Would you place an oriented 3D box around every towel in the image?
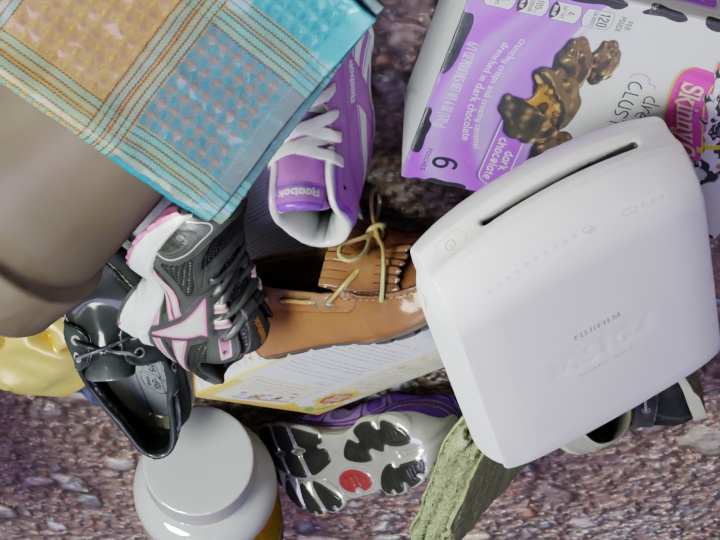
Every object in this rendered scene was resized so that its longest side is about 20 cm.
[{"bbox_3d":[-0.101,-0.126,0.758,0.199,0.022,0.147,34,101,-30],"label":"towel"},{"bbox_3d":[0.098,0.122,1.142,0.036,0.148,0.201,37,148,18],"label":"towel"}]

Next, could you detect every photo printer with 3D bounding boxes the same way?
[{"bbox_3d":[0.118,0.011,0.873,0.165,0.070,0.201,-28,142,-4],"label":"photo printer"}]

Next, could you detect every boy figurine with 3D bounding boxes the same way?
[{"bbox_3d":[-0.228,0.057,1.146,0.198,0.065,0.124,26,137,-23],"label":"boy figurine"}]

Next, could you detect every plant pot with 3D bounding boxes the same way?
[{"bbox_3d":[-0.166,-0.091,0.859,0.172,0.201,0.200,-30,133,17],"label":"plant pot"}]

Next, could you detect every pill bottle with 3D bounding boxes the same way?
[{"bbox_3d":[-0.119,0.180,1.228,0.111,0.114,0.201,4,155,2],"label":"pill bottle"}]

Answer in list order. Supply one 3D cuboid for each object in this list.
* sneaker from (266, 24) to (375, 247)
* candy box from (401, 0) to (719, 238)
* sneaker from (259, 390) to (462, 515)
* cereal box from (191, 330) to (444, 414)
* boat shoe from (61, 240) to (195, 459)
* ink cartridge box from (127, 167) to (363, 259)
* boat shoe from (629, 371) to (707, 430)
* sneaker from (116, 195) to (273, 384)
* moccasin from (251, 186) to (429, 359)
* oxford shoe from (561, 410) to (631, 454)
[{"bbox_3d":[-0.028,-0.097,0.872,0.072,0.115,0.202,-3,138,13],"label":"sneaker"},{"bbox_3d":[0.138,-0.110,0.869,0.197,0.072,0.168,11,143,-8],"label":"candy box"},{"bbox_3d":[0.003,0.135,1.213,0.199,0.083,0.082,-11,106,44],"label":"sneaker"},{"bbox_3d":[0.000,0.050,1.091,0.198,0.040,0.143,-24,156,31],"label":"cereal box"},{"bbox_3d":[-0.162,0.055,1.053,0.073,0.067,0.201,-3,137,8],"label":"boat shoe"},{"bbox_3d":[-0.104,-0.031,1.031,0.198,0.041,0.199,-25,135,35],"label":"ink cartridge box"},{"bbox_3d":[0.190,0.049,1.075,0.067,0.073,0.201,-11,142,15],"label":"boat shoe"},{"bbox_3d":[-0.085,0.007,0.933,0.086,0.080,0.200,39,157,5],"label":"sneaker"},{"bbox_3d":[0.001,-0.001,0.957,0.200,0.074,0.078,-10,116,43],"label":"moccasin"},{"bbox_3d":[0.124,0.039,1.034,0.057,0.075,0.201,1,128,56],"label":"oxford shoe"}]
